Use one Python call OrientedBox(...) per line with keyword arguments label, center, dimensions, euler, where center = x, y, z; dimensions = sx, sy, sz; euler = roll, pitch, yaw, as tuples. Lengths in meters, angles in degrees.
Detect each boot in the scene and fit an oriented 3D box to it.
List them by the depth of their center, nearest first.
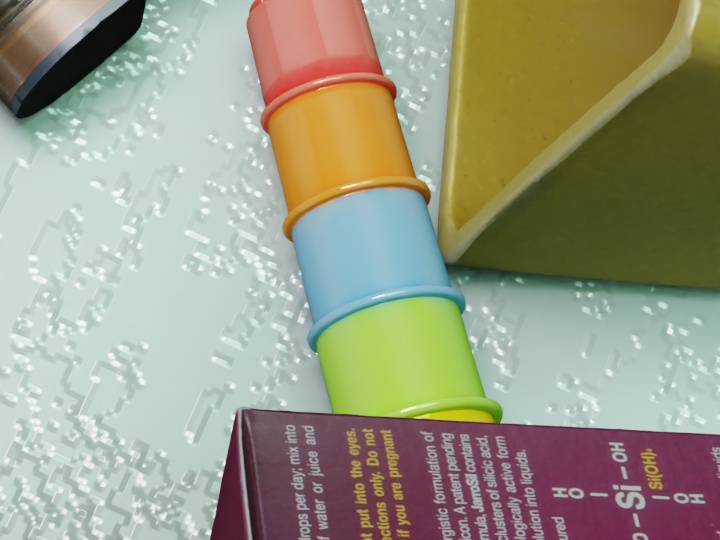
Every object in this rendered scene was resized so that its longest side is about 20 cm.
OrientedBox(label="boot", center=(-0.074, -0.150, 0.990), dimensions=(0.097, 0.075, 0.200), euler=(45, 68, 3))

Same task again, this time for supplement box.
OrientedBox(label="supplement box", center=(0.054, 0.124, 0.870), dimensions=(0.199, 0.131, 0.103), euler=(4, 41, -12))

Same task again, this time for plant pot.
OrientedBox(label="plant pot", center=(0.156, -0.100, 0.969), dimensions=(0.199, 0.195, 0.195), euler=(13, 67, -18))

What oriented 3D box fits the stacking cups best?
OrientedBox(label="stacking cups", center=(0.000, 0.000, 0.959), dimensions=(0.060, 0.061, 0.200), euler=(-12, 71, -17))
